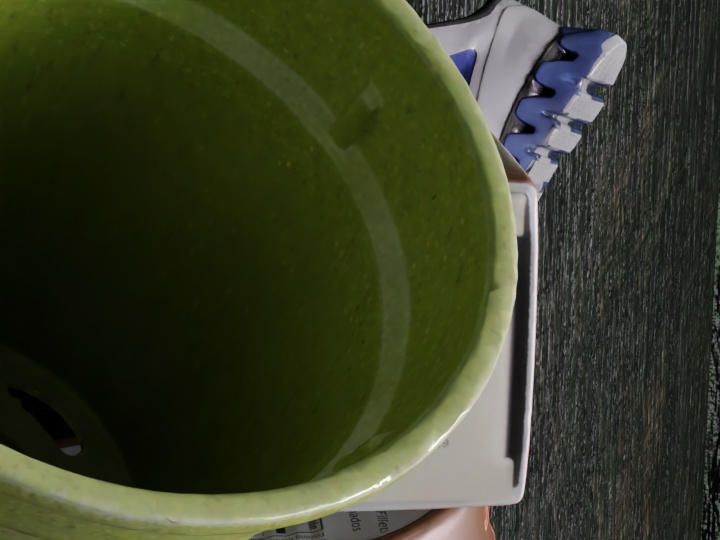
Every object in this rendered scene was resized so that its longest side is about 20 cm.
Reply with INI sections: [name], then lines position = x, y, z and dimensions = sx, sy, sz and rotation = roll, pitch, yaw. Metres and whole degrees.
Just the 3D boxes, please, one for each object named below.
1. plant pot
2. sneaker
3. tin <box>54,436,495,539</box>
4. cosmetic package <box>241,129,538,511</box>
[plant pot]
position = -0.089, 0.021, 0.641
dimensions = 0.184, 0.200, 0.201
rotation = -54, -168, 47
[sneaker]
position = 0.044, -0.069, 1.331
dimensions = 0.200, 0.115, 0.081
rotation = -55, 163, 5
[tin]
position = -0.056, 0.088, 0.799
dimensions = 0.112, 0.199, 0.042
rotation = -105, -173, -61
[cosmetic package]
position = 0.000, 0.000, 0.802
dimensions = 0.200, 0.087, 0.104
rotation = -111, -159, -75
